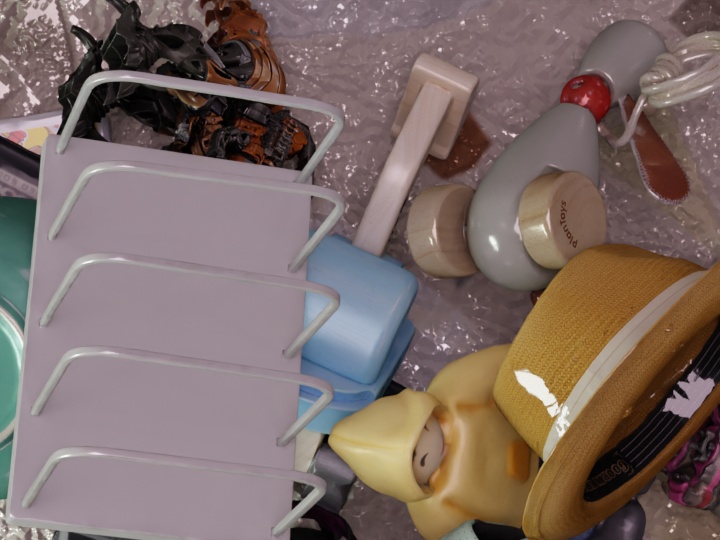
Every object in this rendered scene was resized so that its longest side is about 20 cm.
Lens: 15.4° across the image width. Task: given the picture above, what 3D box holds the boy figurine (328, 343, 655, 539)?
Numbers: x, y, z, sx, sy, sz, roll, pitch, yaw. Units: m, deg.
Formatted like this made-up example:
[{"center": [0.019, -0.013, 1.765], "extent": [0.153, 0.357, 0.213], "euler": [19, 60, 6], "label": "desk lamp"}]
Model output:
[{"center": [0.068, 0.093, 1.380], "extent": [0.064, 0.200, 0.125], "euler": [10, 83, 46], "label": "boy figurine"}]

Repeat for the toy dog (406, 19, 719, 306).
[{"center": [0.118, -0.042, 1.408], "extent": [0.200, 0.132, 0.096], "euler": [-38, 119, -21], "label": "toy dog"}]

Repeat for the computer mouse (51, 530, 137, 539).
[{"center": [-0.130, 0.154, 1.414], "extent": [0.138, 0.053, 0.200], "euler": [24, 120, -7], "label": "computer mouse"}]

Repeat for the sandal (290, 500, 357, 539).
[{"center": [-0.032, 0.151, 1.364], "extent": [0.075, 0.200, 0.048], "euler": [27, 100, 14], "label": "sandal"}]

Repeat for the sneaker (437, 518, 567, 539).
[{"center": [0.088, 0.201, 1.371], "extent": [0.118, 0.074, 0.200], "euler": [-43, 129, 14], "label": "sneaker"}]

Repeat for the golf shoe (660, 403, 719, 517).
[{"center": [0.231, 0.042, 1.439], "extent": [0.092, 0.073, 0.200], "euler": [20, 89, -21], "label": "golf shoe"}]

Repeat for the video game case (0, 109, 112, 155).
[{"center": [-0.214, 0.021, 1.468], "extent": [0.182, 0.023, 0.200], "euler": [-9, 85, 1], "label": "video game case"}]

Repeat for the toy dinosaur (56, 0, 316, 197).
[{"center": [-0.088, -0.091, 1.443], "extent": [0.136, 0.102, 0.200], "euler": [9, 41, -25], "label": "toy dinosaur"}]

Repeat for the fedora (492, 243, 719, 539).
[{"center": [0.127, 0.043, 1.324], "extent": [0.082, 0.201, 0.201], "euler": [39, 88, 19], "label": "fedora"}]

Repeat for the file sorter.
[{"center": [-0.083, 0.018, 1.277], "extent": [0.139, 0.125, 0.200], "euler": [8, 69, -14], "label": "file sorter"}]

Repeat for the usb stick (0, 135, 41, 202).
[{"center": [-0.181, -0.036, 1.445], "extent": [0.200, 0.033, 0.056], "euler": [27, 94, 3], "label": "usb stick"}]

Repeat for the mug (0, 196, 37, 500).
[{"center": [-0.202, 0.057, 1.384], "extent": [0.152, 0.114, 0.185], "euler": [20, 100, 4], "label": "mug"}]

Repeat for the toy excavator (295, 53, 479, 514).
[{"center": [0.000, 0.000, 1.417], "extent": [0.100, 0.194, 0.200], "euler": [26, 115, 4], "label": "toy excavator"}]
